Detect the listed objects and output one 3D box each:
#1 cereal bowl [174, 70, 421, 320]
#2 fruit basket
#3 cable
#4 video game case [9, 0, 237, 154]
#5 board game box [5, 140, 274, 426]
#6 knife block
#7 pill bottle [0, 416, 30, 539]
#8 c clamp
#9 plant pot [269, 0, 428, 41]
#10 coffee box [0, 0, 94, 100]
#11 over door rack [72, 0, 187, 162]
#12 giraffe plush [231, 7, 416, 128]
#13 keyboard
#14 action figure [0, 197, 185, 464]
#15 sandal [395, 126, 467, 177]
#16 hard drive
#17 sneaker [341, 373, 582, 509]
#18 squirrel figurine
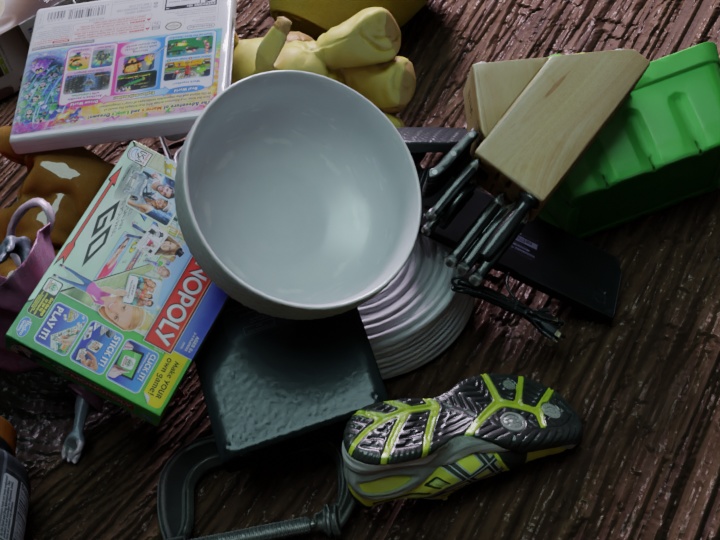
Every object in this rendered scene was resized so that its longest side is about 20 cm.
[{"bbox_3d":[-0.055,-0.052,1.044,0.199,0.083,0.201,7,69,-19],"label":"cereal bowl"},{"bbox_3d":[0.220,-0.145,1.209,0.215,0.156,0.216,-2,64,3],"label":"fruit basket"},{"bbox_3d":[0.000,0.000,1.152,0.199,0.069,0.200,-9,56,4],"label":"cable"},{"bbox_3d":[-0.217,-0.191,1.225,0.199,0.024,0.182,-6,51,6],"label":"video game case"},{"bbox_3d":[-0.172,0.006,1.050,0.134,0.029,0.200,27,63,0],"label":"board game box"},{"bbox_3d":[0.145,-0.083,1.077,0.199,0.064,0.176,-6,78,-5],"label":"knife block"},{"bbox_3d":[-0.317,0.206,1.026,0.106,0.106,0.200,-9,46,5],"label":"pill bottle"},{"bbox_3d":[-0.088,0.193,1.045,0.199,0.027,0.171,-16,42,1],"label":"c clamp"},{"bbox_3d":[-0.018,-0.310,1.394,0.200,0.200,0.142,23,83,30],"label":"plant pot"},{"bbox_3d":[-0.390,-0.278,1.504,0.200,0.080,0.113,-33,48,-17],"label":"coffee box"},{"bbox_3d":[-0.213,-0.196,1.341,0.066,0.148,0.200,-29,49,-13],"label":"over door rack"},{"bbox_3d":[-0.066,-0.181,1.291,0.200,0.173,0.162,-3,17,-32],"label":"giraffe plush"},{"bbox_3d":[0.126,-0.005,1.115,0.200,0.021,0.127,25,47,-4],"label":"keyboard"},{"bbox_3d":[-0.238,0.061,1.115,0.134,0.200,0.149,-43,28,34],"label":"action figure"},{"bbox_3d":[0.072,-0.106,1.208,0.075,0.048,0.200,7,9,20],"label":"sandal"},{"bbox_3d":[-0.068,0.052,1.072,0.139,0.033,0.200,-18,57,-2],"label":"hard drive"},{"bbox_3d":[0.077,0.135,1.029,0.199,0.077,0.076,-5,42,-17],"label":"sneaker"},{"bbox_3d":[-0.268,-0.013,1.199,0.199,0.142,0.187,7,57,22],"label":"squirrel figurine"}]
